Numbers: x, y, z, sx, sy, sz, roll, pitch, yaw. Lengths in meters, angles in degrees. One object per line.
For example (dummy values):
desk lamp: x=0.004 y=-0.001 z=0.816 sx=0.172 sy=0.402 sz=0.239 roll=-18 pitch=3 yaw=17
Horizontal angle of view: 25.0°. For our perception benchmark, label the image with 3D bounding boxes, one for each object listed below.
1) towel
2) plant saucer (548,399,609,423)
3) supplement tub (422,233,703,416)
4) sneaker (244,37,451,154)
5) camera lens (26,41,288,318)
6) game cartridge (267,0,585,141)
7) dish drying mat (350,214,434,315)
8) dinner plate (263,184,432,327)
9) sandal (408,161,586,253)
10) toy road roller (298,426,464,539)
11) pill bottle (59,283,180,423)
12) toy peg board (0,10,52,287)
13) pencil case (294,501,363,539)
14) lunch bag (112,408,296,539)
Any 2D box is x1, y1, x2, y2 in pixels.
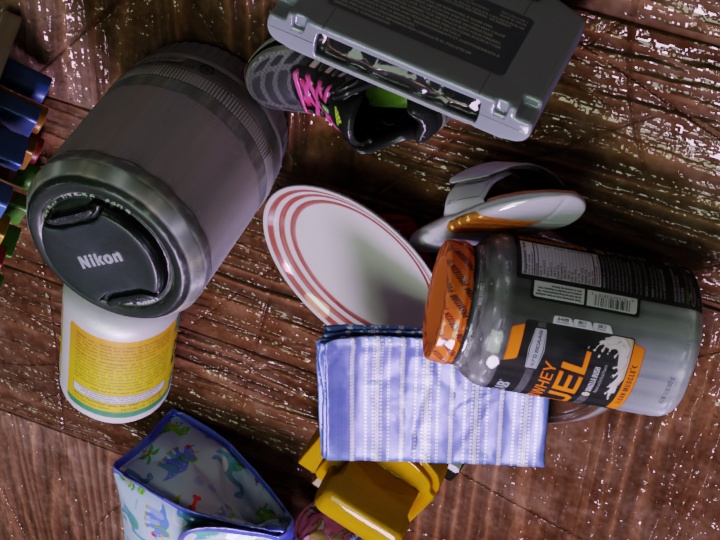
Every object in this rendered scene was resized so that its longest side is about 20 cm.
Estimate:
towel: x=0.062 y=0.111 z=1.387 sx=0.200 sy=0.024 sz=0.145 roll=2 pitch=124 yaw=2
plant saucer: x=0.147 y=0.066 z=1.397 sx=0.200 sy=0.032 sz=0.200 roll=12 pitch=134 yaw=13
supplement tub: x=0.155 y=0.040 z=1.269 sx=0.200 sy=0.123 sz=0.123 roll=10 pitch=138 yaw=-6
sneaker: x=-0.011 y=-0.138 z=1.259 sx=0.200 sy=0.088 sz=0.074 roll=8 pitch=134 yaw=25
camera lens: x=-0.164 y=-0.073 z=1.328 sx=0.160 sy=0.200 sz=0.160 roll=16 pitch=137 yaw=16
game cartridge: x=0.051 y=-0.176 z=1.149 sx=0.200 sy=0.133 sz=0.042 roll=24 pitch=138 yaw=9
dish drying mat: x=0.047 y=0.033 z=1.444 sx=0.077 sy=0.018 sz=0.200 roll=-1 pitch=130 yaw=30
dinner plate: x=0.000 y=0.000 z=1.406 sx=0.200 sy=0.024 sz=0.200 roll=30 pitch=147 yaw=22
sandal: x=0.098 y=-0.056 z=1.293 sx=0.079 sy=0.059 sz=0.207 roll=6 pitch=169 yaw=-28
toy road roller: x=0.009 y=0.196 z=1.522 sx=0.123 sy=0.146 sz=0.200 roll=34 pitch=143 yaw=-3
pill bottle: x=-0.229 y=0.046 z=1.550 sx=0.113 sy=0.113 sz=0.200 roll=23 pitch=138 yaw=9
toy peg board: x=-0.326 y=-0.084 z=1.433 sx=0.098 sy=0.200 sz=0.199 roll=24 pitch=141 yaw=-19
pencil case: x=-0.010 y=0.330 z=1.721 sx=0.086 sy=0.083 sz=0.200 roll=1 pitch=130 yaw=20
lunch bag: x=-0.152 y=0.273 z=1.698 sx=0.200 sy=0.127 sz=0.170 roll=27 pitch=141 yaw=22
